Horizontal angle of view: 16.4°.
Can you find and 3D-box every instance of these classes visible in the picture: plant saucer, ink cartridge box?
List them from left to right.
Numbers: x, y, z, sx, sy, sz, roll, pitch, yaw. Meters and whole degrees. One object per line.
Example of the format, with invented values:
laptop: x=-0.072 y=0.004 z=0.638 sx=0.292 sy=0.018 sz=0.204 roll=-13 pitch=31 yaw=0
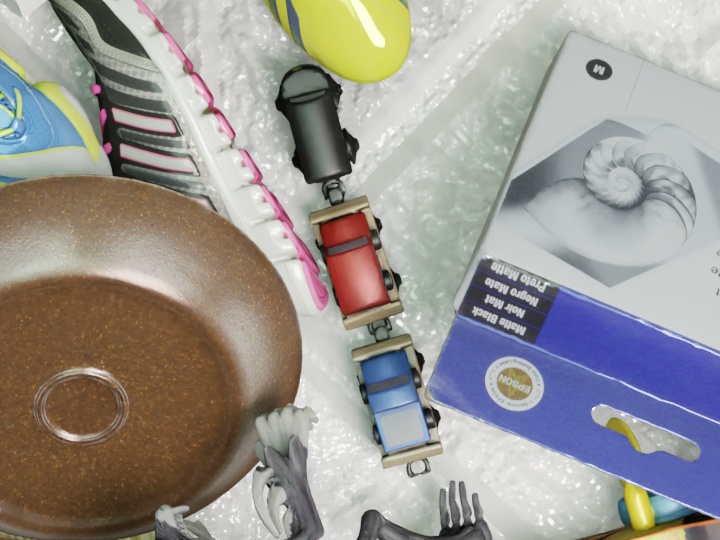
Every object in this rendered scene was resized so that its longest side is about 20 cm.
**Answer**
plant saucer: x=-0.124 y=0.051 z=1.109 sx=0.200 sy=0.037 sz=0.201 roll=-4 pitch=125 yaw=-5
ink cartridge box: x=0.150 y=0.006 z=1.114 sx=0.199 sy=0.041 sz=0.200 roll=22 pitch=56 yaw=1

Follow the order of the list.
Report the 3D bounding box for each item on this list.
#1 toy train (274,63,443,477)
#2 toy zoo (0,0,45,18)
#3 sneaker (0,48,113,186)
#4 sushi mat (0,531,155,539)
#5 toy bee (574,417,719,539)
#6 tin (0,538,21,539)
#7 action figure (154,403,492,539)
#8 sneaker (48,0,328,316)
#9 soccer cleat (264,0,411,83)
toy train: x=0.000 y=0.000 z=1.166 sx=0.034 sy=0.046 sz=0.200 roll=-17 pitch=90 yaw=1
toy zoo: x=-0.169 y=-0.200 z=1.141 sx=0.200 sy=0.020 sz=0.131 roll=31 pitch=73 yaw=15
sneaker: x=-0.194 y=-0.080 z=1.111 sx=0.076 sy=0.105 sz=0.200 roll=-49 pitch=63 yaw=13
sushi mat: x=-0.163 y=0.050 z=1.185 sx=0.096 sy=0.012 sz=0.200 roll=-20 pitch=90 yaw=1
toy bee: x=0.151 y=0.121 z=1.133 sx=0.200 sy=0.109 sz=0.131 roll=-37 pitch=88 yaw=1
tin: x=-0.108 y=0.176 z=1.130 sx=0.200 sy=0.112 sz=0.042 roll=16 pitch=106 yaw=-6
action figure: x=-0.040 y=0.128 z=1.100 sx=0.119 sy=0.200 sz=0.102 roll=-43 pitch=57 yaw=32
sneaker: x=-0.099 y=-0.048 z=1.154 sx=0.087 sy=0.074 sz=0.200 roll=-32 pitch=90 yaw=1
soccer cleat: x=-0.034 y=-0.178 z=1.147 sx=0.065 sy=0.084 sz=0.200 roll=-22 pitch=89 yaw=2
